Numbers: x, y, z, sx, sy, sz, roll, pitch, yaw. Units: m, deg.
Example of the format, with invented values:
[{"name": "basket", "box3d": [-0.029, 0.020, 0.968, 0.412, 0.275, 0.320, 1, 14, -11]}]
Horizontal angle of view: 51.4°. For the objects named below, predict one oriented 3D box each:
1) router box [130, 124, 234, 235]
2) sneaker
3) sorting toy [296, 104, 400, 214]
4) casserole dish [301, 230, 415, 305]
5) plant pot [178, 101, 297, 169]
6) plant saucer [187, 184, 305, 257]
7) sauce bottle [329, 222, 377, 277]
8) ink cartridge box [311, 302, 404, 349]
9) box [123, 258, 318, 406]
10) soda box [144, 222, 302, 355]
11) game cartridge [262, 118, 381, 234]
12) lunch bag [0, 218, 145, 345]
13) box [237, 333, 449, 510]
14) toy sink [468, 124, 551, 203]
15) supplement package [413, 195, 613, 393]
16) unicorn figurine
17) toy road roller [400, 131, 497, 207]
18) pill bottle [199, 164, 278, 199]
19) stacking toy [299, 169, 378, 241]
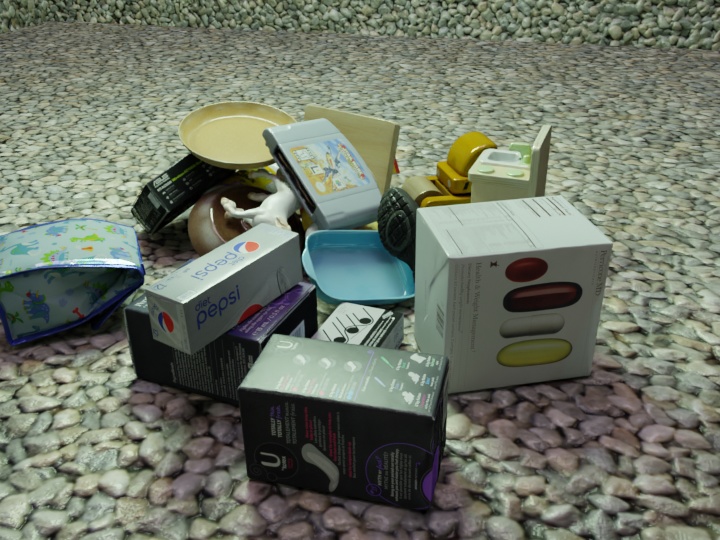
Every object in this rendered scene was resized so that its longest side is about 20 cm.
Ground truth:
[{"name": "router box", "box3d": [-0.295, -0.157, 1.305, 0.200, 0.062, 0.150, -42, 7, -29]}, {"name": "sneaker", "box3d": [0.096, -0.035, 1.111, 0.076, 0.201, 0.090, -35, -10, 39]}, {"name": "sorting toy", "box3d": [-0.016, -0.182, 1.350, 0.199, 0.201, 0.069, 19, 17, 33]}, {"name": "casserole dish", "box3d": [0.000, 0.000, 1.093, 0.198, 0.039, 0.122, -1, 57, -30]}, {"name": "plant pot", "box3d": [-0.196, -0.219, 1.226, 0.198, 0.028, 0.201, 4, 39, -3]}, {"name": "plant saucer", "box3d": [-0.172, -0.068, 1.189, 0.199, 0.037, 0.202, 14, 51, -17]}, {"name": "sauce bottle", "box3d": [0.003, -0.031, 1.191, 0.066, 0.067, 0.200, 15, 30, 27]}, {"name": "ink cartridge box", "box3d": [-0.021, 0.111, 0.943, 0.093, 0.045, 0.200, 9, 30, 21]}, {"name": "box", "box3d": [-0.172, 0.076, 0.948, 0.198, 0.105, 0.148, 11, 30, 20]}, {"name": "soda box", "box3d": [-0.153, 0.016, 0.875, 0.063, 0.069, 0.200, 16, 32, 30]}, {"name": "game cartridge", "box3d": [-0.052, -0.152, 1.163, 0.132, 0.042, 0.201, -21, 68, -33]}, {"name": "lunch bag", "box3d": [-0.412, 0.002, 1.071, 0.198, 0.128, 0.170, -19, 31, -12]}, {"name": "box", "box3d": [-0.013, 0.153, 0.778, 0.198, 0.123, 0.106, 7, 29, 12]}, {"name": "toy sink", "box3d": [0.243, -0.134, 1.238, 0.111, 0.202, 0.130, 10, 30, 18]}, {"name": "supplement package", "box3d": [0.180, 0.027, 0.940, 0.198, 0.193, 0.147, -6, 29, -9]}, {"name": "unicorn figurine", "box3d": [-0.138, -0.083, 1.137, 0.136, 0.074, 0.201, 21, 65, 18]}, {"name": "toy road roller", "box3d": [0.176, -0.170, 1.364, 0.198, 0.147, 0.123, -7, 28, -13]}, {"name": "pill bottle", "box3d": [-0.198, -0.132, 1.346, 0.103, 0.105, 0.200, 10, 29, 20]}, {"name": "stacking toy", "box3d": [-0.047, -0.087, 1.202, 0.145, 0.147, 0.201, 2, 31, 5]}]
